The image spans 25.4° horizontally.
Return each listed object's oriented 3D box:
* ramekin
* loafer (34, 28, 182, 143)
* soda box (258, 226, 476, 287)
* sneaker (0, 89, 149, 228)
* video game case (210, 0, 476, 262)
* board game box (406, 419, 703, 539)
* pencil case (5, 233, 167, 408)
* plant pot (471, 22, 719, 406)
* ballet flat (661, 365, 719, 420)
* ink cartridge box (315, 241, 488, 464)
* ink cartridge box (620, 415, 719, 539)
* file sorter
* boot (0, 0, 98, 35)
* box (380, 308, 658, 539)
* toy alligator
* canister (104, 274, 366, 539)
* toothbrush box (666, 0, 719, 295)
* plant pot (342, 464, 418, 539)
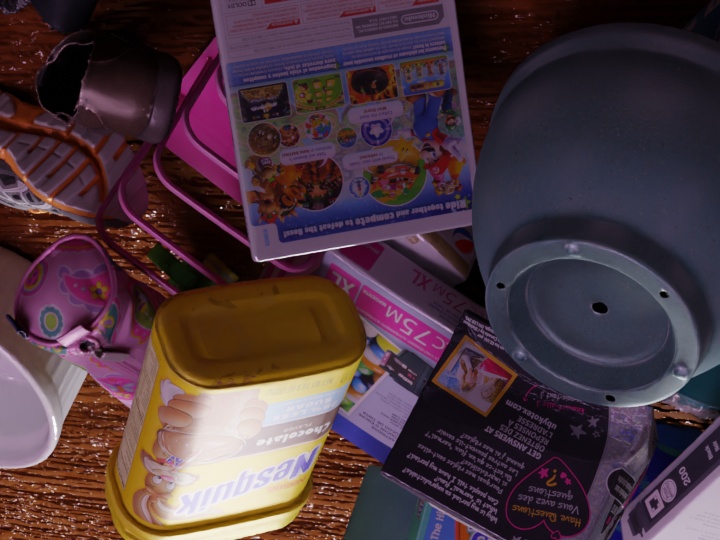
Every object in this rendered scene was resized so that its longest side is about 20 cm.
[{"bbox_3d":[-0.326,0.067,1.365,0.198,0.098,0.202,15,137,14],"label":"ramekin"},{"bbox_3d":[-0.178,-0.129,1.047,0.070,0.074,0.200,12,-179,-27],"label":"loafer"},{"bbox_3d":[0.000,0.000,1.145,0.068,0.064,0.199,42,137,-17],"label":"soda box"},{"bbox_3d":[-0.231,-0.075,1.181,0.199,0.078,0.078,26,148,28],"label":"sneaker"},{"bbox_3d":[-0.010,-0.116,0.940,0.142,0.018,0.202,-10,101,-7],"label":"video game case"},{"bbox_3d":[0.143,0.167,1.150,0.198,0.154,0.045,15,-179,-5],"label":"board game box"},{"bbox_3d":[-0.161,0.051,1.126,0.087,0.088,0.200,3,158,26],"label":"pencil case"},{"bbox_3d":[0.143,-0.013,0.870,0.198,0.135,0.202,17,137,16],"label":"plant pot"},{"bbox_3d":[0.207,0.060,1.106,0.198,0.072,0.072,16,138,17],"label":"ballet flat"},{"bbox_3d":[0.007,0.067,1.121,0.119,0.042,0.201,33,141,7],"label":"ink cartridge box"},{"bbox_3d":[0.283,0.173,1.099,0.197,0.044,0.200,16,130,-28],"label":"ink cartridge box"},{"bbox_3d":[-0.070,-0.072,1.060,0.138,0.126,0.200,36,139,-11],"label":"file sorter"},{"bbox_3d":[-0.228,-0.250,0.998,0.199,0.077,0.168,33,136,-16],"label":"boot"},{"bbox_3d":[0.108,0.118,1.007,0.131,0.116,0.200,27,176,15],"label":"box"},{"bbox_3d":[-0.093,0.045,1.255,0.200,0.059,0.054,42,179,-18],"label":"toy alligator"},{"bbox_3d":[-0.087,0.097,1.077,0.147,0.087,0.201,-8,145,-24],"label":"canister"},{"bbox_3d":[0.210,-0.052,0.961,0.146,0.086,0.200,36,140,-9],"label":"toothbrush box"},{"bbox_3d":[0.062,0.269,1.255,0.199,0.162,0.201,25,168,6],"label":"plant pot"}]
